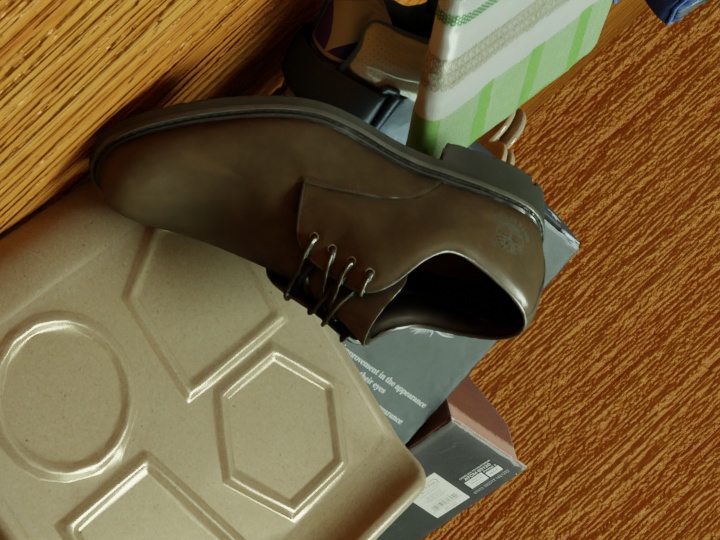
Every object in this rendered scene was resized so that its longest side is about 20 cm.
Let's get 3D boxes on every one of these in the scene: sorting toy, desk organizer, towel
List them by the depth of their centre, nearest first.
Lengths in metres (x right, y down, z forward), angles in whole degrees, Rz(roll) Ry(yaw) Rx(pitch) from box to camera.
[{"bbox_3d":[-0.082,0.062,0.677,0.185,0.201,0.036,-40,-170,-37],"label":"sorting toy"},{"bbox_3d":[0.075,-0.146,0.677,0.149,0.031,0.201,-37,154,-36],"label":"towel"},{"bbox_3d":[0.000,0.131,1.002,0.199,0.072,0.077,-38,-142,24],"label":"desk organizer"}]

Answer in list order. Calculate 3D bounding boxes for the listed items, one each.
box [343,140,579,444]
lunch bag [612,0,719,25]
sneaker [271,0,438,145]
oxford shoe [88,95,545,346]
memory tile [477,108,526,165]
[{"bbox_3d":[0.000,0.000,0.922,0.200,0.148,0.104,-48,-147,7],"label":"box"},{"bbox_3d":[0.221,-0.241,0.977,0.200,0.132,0.136,-43,177,7],"label":"lunch bag"},{"bbox_3d":[-0.037,-0.071,0.752,0.198,0.081,0.148,-13,131,-22],"label":"sneaker"},{"bbox_3d":[-0.014,-0.016,0.653,0.073,0.198,0.085,115,-18,-49],"label":"oxford shoe"},{"bbox_3d":[0.027,-0.031,1.090,0.199,0.017,0.154,-31,-152,33],"label":"memory tile"}]
